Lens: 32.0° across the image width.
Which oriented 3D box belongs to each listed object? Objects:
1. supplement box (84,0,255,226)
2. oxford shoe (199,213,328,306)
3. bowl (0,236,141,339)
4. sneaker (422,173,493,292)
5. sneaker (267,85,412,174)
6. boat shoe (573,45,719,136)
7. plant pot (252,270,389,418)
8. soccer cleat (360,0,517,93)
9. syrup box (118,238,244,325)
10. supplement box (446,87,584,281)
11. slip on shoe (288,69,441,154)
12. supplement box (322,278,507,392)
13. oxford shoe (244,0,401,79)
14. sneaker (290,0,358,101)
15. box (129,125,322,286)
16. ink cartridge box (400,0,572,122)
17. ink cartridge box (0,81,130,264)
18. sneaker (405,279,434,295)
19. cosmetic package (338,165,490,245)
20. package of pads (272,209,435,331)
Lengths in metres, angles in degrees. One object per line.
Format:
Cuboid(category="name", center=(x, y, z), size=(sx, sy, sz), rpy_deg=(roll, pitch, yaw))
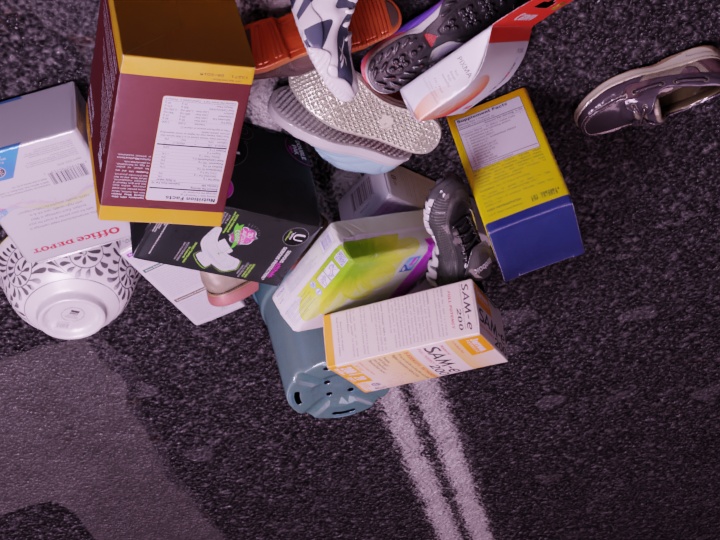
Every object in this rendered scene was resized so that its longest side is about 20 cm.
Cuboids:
Cuboid(category="supplement box", center=(-0.208, -0.186, 1.320), size=(0.131, 0.198, 0.201), rpy_deg=(3, 129, -20))
Cuboid(category="oxford shoe", center=(-0.124, -0.033, 1.633), size=(0.200, 0.070, 0.075), rpy_deg=(-38, 123, -29))
Cuboid(category="bowl", center=(-0.384, 0.028, 1.657), size=(0.199, 0.095, 0.202), rpy_deg=(-8, 142, -6))
Cuboid(category="sneaker", center=(0.126, -0.033, 1.526), size=(0.066, 0.090, 0.201), rpy_deg=(-36, 146, -24))
Cuboid(category="sneaker", center=(-0.036, -0.159, 1.538), size=(0.199, 0.075, 0.082), rpy_deg=(21, 144, -26))
Cuboid(category="boat shoe", center=(0.368, -0.217, 1.588), size=(0.198, 0.065, 0.072), rpy_deg=(-22, 144, 13))
Cuboid(category="plant pot", center=(-0.045, 0.085, 1.747), size=(0.198, 0.197, 0.201), rpy_deg=(-8, 144, -6))
Cuboid(category="soccer cleat", center=(0.086, -0.277, 1.440), size=(0.199, 0.073, 0.068), rpy_deg=(-34, 116, 0))
Cuboid(category="syrup box", center=(-0.235, -0.018, 1.653), size=(0.081, 0.079, 0.200), rpy_deg=(-22, 142, 12))
Cuboid(category="supplement box", center=(0.192, -0.108, 1.561), size=(0.108, 0.201, 0.110), rpy_deg=(-19, 143, 6))
Cuboid(category="slip on shoe", center=(0.004, -0.199, 1.497), size=(0.198, 0.061, 0.075), rpy_deg=(22, 110, -16))
Cuboid(category="supplement box", center=(0.069, 0.085, 1.551), size=(0.198, 0.074, 0.126), rpy_deg=(-15, 155, 19))
Cuboid(category="oxford shoe", center=(-0.051, -0.263, 1.419), size=(0.198, 0.072, 0.073), rpy_deg=(-13, 170, -3))
Cuboid(category="sneaker", center=(-0.012, -0.290, 1.329), size=(0.129, 0.080, 0.201), rpy_deg=(-24, 102, 1))
Cuboid(category="box", center=(-0.168, -0.089, 1.522), size=(0.198, 0.150, 0.124), rpy_deg=(13, 137, -29))
Cuboid(category="ink cartridge box", center=(0.159, -0.243, 1.436), size=(0.199, 0.050, 0.162), rpy_deg=(-29, 178, 26))
Cuboid(category="ink cartridge box", center=(-0.367, -0.111, 1.489), size=(0.143, 0.085, 0.201), rpy_deg=(-15, 142, 3))
Cuboid(category="sneaker", center=(0.120, 0.067, 1.679), size=(0.200, 0.115, 0.073), rpy_deg=(-17, 157, -50))
Cuboid(category="cosmetic package", center=(0.077, -0.067, 1.691), size=(0.199, 0.075, 0.102), rpy_deg=(20, 133, -34))
Cuboid(category="package of pads", center=(0.000, 0.000, 1.586), size=(0.199, 0.068, 0.155), rpy_deg=(-9, 148, -47))
